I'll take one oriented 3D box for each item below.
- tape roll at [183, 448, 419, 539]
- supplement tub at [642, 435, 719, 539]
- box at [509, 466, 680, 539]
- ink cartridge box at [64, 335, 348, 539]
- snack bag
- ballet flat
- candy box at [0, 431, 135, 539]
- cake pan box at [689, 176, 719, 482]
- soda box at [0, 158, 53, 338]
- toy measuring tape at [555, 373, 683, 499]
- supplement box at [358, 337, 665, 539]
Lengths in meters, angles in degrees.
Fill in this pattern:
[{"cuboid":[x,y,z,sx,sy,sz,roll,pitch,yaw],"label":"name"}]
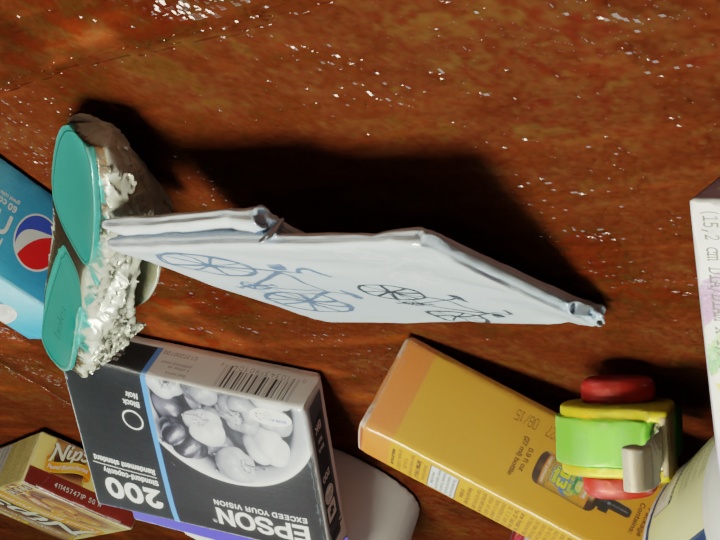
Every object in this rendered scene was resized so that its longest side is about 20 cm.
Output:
[{"cuboid":[-0.056,0.194,1.346,0.201,0.071,0.203,17,159,7],"label":"tape roll"},{"cuboid":[0.234,0.136,0.856,0.144,0.146,0.200,18,158,3],"label":"supplement tub"},{"cuboid":[0.149,0.188,1.118,0.099,0.096,0.200,17,158,8],"label":"box"},{"cuboid":[-0.108,0.142,1.199,0.196,0.043,0.201,10,131,23],"label":"ink cartridge box"},{"cuboid":[0.000,0.000,0.848,0.199,0.022,0.188,0,166,36],"label":"snack bag"},{"cuboid":[-0.137,-0.019,0.912,0.071,0.072,0.201,20,141,-1],"label":"ballet flat"},{"cuboid":[-0.293,0.211,1.606,0.115,0.056,0.200,28,157,-19],"label":"candy box"},{"cuboid":[0.229,0.052,0.655,0.183,0.052,0.202,4,112,34],"label":"cake pan box"},{"cuboid":[-0.233,-0.032,0.970,0.067,0.065,0.200,-2,149,42],"label":"soda box"},{"cuboid":[0.132,0.093,0.889,0.073,0.074,0.200,14,-175,15],"label":"toy measuring tape"},{"cuboid":[0.099,0.119,0.999,0.199,0.067,0.069,27,161,10],"label":"supplement box"}]
